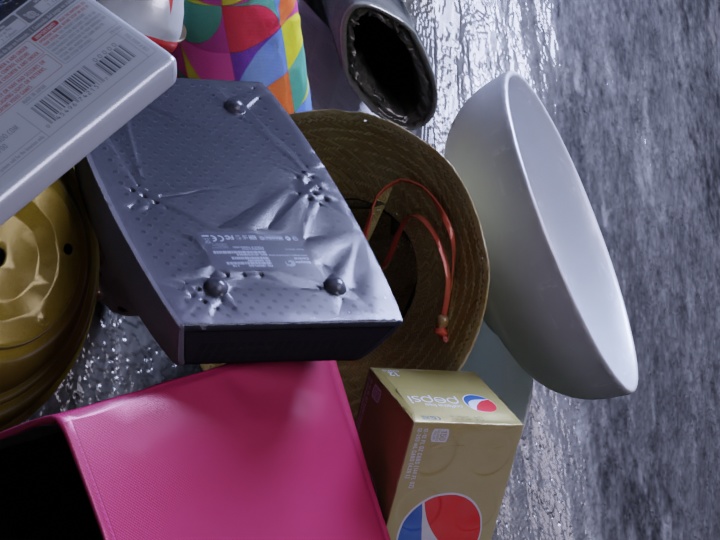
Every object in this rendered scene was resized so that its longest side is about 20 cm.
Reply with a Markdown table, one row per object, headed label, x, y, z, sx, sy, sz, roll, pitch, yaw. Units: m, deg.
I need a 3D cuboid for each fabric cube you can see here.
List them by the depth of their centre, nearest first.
| label | x | y | z | sx | sy | sz | roll | pitch | yaw |
| --- | --- | --- | --- | --- | --- | --- | --- | --- | --- |
| fabric cube | -0.113 | 0.164 | 1.010 | 0.199 | 0.200 | 0.197 | -14 | 85 | -52 |

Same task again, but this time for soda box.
| label | x | y | z | sx | sy | sz | roll | pitch | yaw |
| --- | --- | --- | --- | --- | --- | --- | --- | --- | --- |
| soda box | 0.022 | 0.155 | 1.088 | 0.067 | 0.064 | 0.201 | 4 | 112 | -26 |

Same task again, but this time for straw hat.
| label | x | y | z | sx | sy | sz | roll | pitch | yaw |
| --- | --- | --- | --- | --- | --- | --- | --- | --- | --- |
| straw hat | 0.000 | 0.000 | 1.159 | 0.085 | 0.200 | 0.202 | -14 | 86 | -61 |

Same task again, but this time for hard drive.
| label | x | y | z | sx | sy | sz | roll | pitch | yaw |
| --- | --- | --- | --- | --- | --- | --- | --- | --- | --- |
| hard drive | -0.073 | -0.027 | 1.031 | 0.134 | 0.042 | 0.200 | 0 | 40 | -30 |

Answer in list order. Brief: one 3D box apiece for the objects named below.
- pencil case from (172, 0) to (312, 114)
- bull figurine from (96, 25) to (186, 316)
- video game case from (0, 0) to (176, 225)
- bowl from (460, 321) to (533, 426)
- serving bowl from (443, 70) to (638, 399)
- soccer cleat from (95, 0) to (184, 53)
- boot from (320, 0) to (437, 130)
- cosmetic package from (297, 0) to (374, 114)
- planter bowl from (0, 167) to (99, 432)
| label | x | y | z | sx | sy | sz | roll | pitch | yaw |
| --- | --- | --- | --- | --- | --- | --- | --- | --- | --- |
| pencil case | -0.074 | -0.131 | 1.214 | 0.200 | 0.088 | 0.089 | 84 | 21 | -46 |
| bull figurine | -0.139 | -0.073 | 1.162 | 0.065 | 0.121 | 0.201 | -3 | 69 | -30 |
| video game case | -0.222 | -0.089 | 0.992 | 0.182 | 0.023 | 0.200 | 36 | 60 | 19 |
| bowl | 0.000 | 0.061 | 1.254 | 0.200 | 0.090 | 0.202 | 3 | 81 | -20 |
| serving bowl | 0.097 | -0.012 | 1.190 | 0.200 | 0.066 | 0.200 | 58 | 18 | -32 |
| soccer cleat | -0.165 | -0.166 | 1.099 | 0.069 | 0.200 | 0.086 | 12 | 99 | -50 |
| boot | -0.016 | -0.201 | 1.336 | 0.182 | 0.072 | 0.200 | 49 | 20 | -25 |
| cosmetic package | -0.060 | -0.138 | 1.328 | 0.200 | 0.051 | 0.083 | 46 | 40 | -29 |
| planter bowl | -0.200 | -0.006 | 1.023 | 0.200 | 0.083 | 0.201 | 1 | 88 | -36 |
